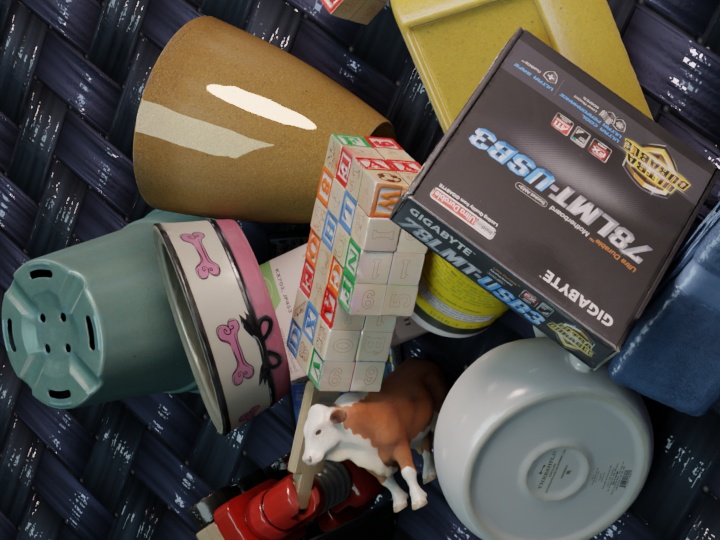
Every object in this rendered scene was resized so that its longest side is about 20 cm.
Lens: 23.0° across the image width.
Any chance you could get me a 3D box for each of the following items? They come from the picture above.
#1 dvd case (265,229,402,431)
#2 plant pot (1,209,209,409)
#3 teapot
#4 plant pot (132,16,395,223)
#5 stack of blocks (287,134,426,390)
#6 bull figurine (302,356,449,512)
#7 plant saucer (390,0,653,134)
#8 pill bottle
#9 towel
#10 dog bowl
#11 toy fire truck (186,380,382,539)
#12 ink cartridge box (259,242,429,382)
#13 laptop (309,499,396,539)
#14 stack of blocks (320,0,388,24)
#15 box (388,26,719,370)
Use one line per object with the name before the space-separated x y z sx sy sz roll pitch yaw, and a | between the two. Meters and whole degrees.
dvd case | -0.022 0.058 1.704 0.142 0.018 0.201 -2 99 40
plant pot | -0.236 0.046 1.763 0.200 0.196 0.201 10 106 37
teapot | 0.145 0.127 1.499 0.199 0.198 0.146 -32 33 6
plant pot | -0.075 -0.120 1.625 0.199 0.186 0.187 17 110 20
stack of blocks | 0.000 0.000 1.495 0.115 0.058 0.201 -129 47 -58
bull figurine | 0.029 0.145 1.568 0.065 0.200 0.122 -26 93 38
plant saucer | 0.124 -0.166 1.479 0.199 0.048 0.201 -11 109 40
pill bottle | 0.111 -0.033 1.478 0.115 0.114 0.200 60 148 13
towel | 0.285 0.020 1.387 0.200 0.111 0.049 -54 21 25
dog bowl | -0.123 0.043 1.596 0.200 0.073 0.201 162 90 -79
toy fire truck | -0.047 0.187 1.643 0.200 0.176 0.129 -37 80 39
ink cartridge box | -0.005 0.020 1.624 0.200 0.067 0.118 -24 83 40
laptop | -0.078 0.309 1.690 0.116 0.187 0.201 24 114 31
stack of blocks | 0.024 -0.325 1.526 0.200 0.058 0.115 -46 63 24
box | 0.152 -0.058 1.359 0.200 0.199 0.050 36 147 -1
